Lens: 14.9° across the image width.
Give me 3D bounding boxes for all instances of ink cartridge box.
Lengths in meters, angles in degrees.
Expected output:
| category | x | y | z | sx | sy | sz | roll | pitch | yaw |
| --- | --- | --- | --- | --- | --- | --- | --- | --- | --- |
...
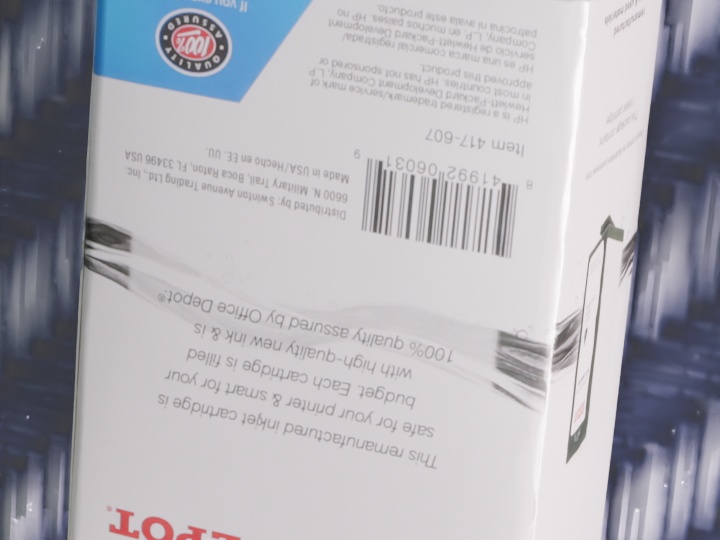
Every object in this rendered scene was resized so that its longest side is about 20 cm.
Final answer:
| category | x | y | z | sx | sy | sz | roll | pitch | yaw |
| --- | --- | --- | --- | --- | --- | --- | --- | --- | --- |
| ink cartridge box | 0.000 | 0.000 | 0.796 | 0.145 | 0.084 | 0.201 | 12 | 110 | 19 |
